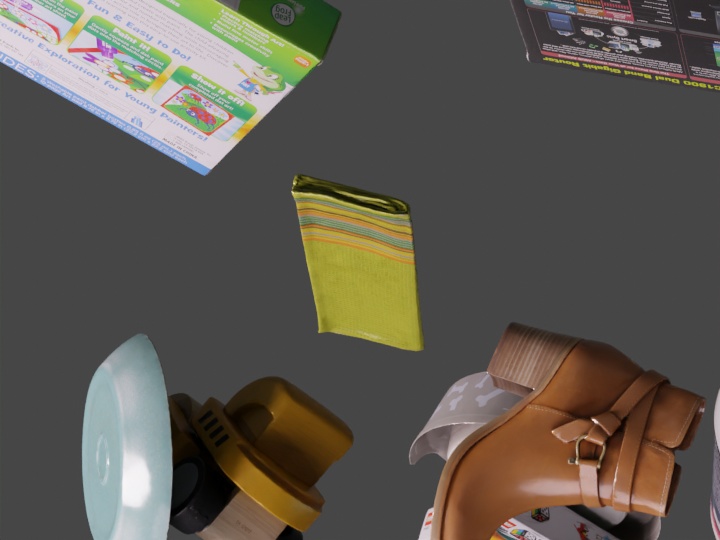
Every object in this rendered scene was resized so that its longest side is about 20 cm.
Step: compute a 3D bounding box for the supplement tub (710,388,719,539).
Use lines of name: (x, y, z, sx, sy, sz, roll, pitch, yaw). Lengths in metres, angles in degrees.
supplement tub: (0.303, 0.122, 1.611, 0.140, 0.140, 0.200, 14, 151, 14)

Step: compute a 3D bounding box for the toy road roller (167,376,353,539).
toy road roller: (-0.092, 0.147, 1.985, 0.123, 0.146, 0.200, 39, -175, -30)

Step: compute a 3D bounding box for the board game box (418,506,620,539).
board game box: (0.160, 0.232, 1.892, 0.200, 0.035, 0.126, 32, 151, -19)

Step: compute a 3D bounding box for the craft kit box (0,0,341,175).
craft kit box: (-0.141, -0.157, 1.537, 0.200, 0.049, 0.197, 29, 154, -14)

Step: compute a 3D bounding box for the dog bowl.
dog bowl: (0.140, 0.146, 1.853, 0.200, 0.059, 0.200, 16, 151, 9)

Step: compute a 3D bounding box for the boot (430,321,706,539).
boot: (0.143, 0.147, 1.708, 0.155, 0.200, 0.074, 21, 180, 17)

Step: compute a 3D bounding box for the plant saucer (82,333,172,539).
plant saucer: (-0.191, 0.150, 1.945, 0.036, 0.200, 0.200, 0, 158, -19)

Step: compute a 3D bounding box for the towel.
towel: (0.000, 0.000, 1.739, 0.086, 0.018, 0.200, 15, 152, 14)

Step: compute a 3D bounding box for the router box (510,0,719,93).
router box: (0.176, -0.155, 1.279, 0.200, 0.062, 0.150, 12, 159, 18)
